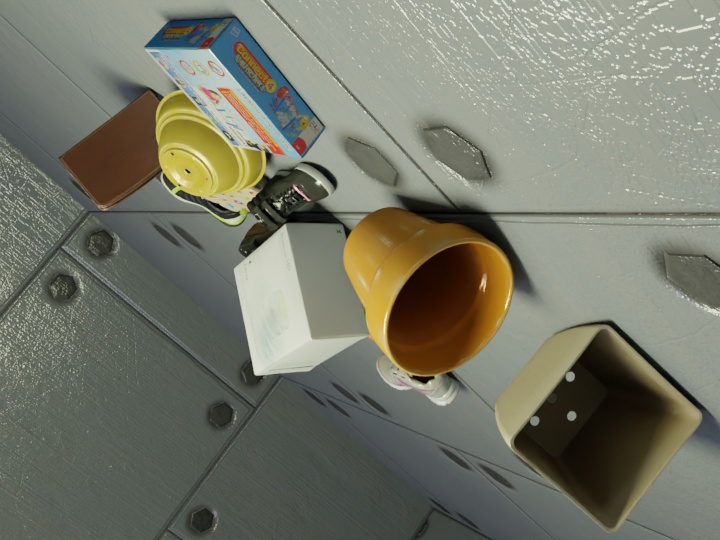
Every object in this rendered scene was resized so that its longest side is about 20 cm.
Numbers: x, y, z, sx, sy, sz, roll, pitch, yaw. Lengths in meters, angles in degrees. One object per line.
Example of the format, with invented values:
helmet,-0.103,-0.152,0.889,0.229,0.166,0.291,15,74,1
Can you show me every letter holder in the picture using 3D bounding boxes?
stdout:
letter holder,-0.392,-0.189,1.585,0.142,0.200,0.101,45,169,21

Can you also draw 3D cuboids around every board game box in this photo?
board game box,-0.173,-0.249,1.239,0.195,0.056,0.200,18,155,51

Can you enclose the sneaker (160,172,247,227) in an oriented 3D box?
sneaker,-0.303,-0.161,1.785,0.199,0.072,0.083,28,160,6

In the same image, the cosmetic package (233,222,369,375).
cosmetic package,-0.105,0.050,1.535,0.122,0.201,0.200,-1,158,-37

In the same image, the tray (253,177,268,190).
tray,-0.230,-0.170,1.665,0.107,0.022,0.200,44,164,-26

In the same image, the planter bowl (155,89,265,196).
planter bowl,-0.257,-0.179,1.440,0.199,0.084,0.201,17,141,14

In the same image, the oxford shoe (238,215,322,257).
oxford shoe,-0.137,-0.075,1.643,0.199,0.085,0.073,-5,144,38

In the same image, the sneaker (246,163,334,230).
sneaker,-0.113,-0.109,1.432,0.071,0.099,0.200,45,162,-21

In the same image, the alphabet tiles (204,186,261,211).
alphabet tiles,-0.247,-0.147,1.626,0.199,0.015,0.195,24,167,-20

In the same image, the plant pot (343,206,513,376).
plant pot,0.072,0.009,1.222,0.183,0.200,0.200,43,174,48

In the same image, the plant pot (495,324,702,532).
plant pot,0.299,0.197,1.247,0.200,0.200,0.177,41,175,-13

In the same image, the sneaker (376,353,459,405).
sneaker,0.112,0.210,1.916,0.199,0.082,0.088,16,154,35

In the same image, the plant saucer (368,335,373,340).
plant saucer,-0.005,0.079,1.859,0.200,0.038,0.200,35,164,11
